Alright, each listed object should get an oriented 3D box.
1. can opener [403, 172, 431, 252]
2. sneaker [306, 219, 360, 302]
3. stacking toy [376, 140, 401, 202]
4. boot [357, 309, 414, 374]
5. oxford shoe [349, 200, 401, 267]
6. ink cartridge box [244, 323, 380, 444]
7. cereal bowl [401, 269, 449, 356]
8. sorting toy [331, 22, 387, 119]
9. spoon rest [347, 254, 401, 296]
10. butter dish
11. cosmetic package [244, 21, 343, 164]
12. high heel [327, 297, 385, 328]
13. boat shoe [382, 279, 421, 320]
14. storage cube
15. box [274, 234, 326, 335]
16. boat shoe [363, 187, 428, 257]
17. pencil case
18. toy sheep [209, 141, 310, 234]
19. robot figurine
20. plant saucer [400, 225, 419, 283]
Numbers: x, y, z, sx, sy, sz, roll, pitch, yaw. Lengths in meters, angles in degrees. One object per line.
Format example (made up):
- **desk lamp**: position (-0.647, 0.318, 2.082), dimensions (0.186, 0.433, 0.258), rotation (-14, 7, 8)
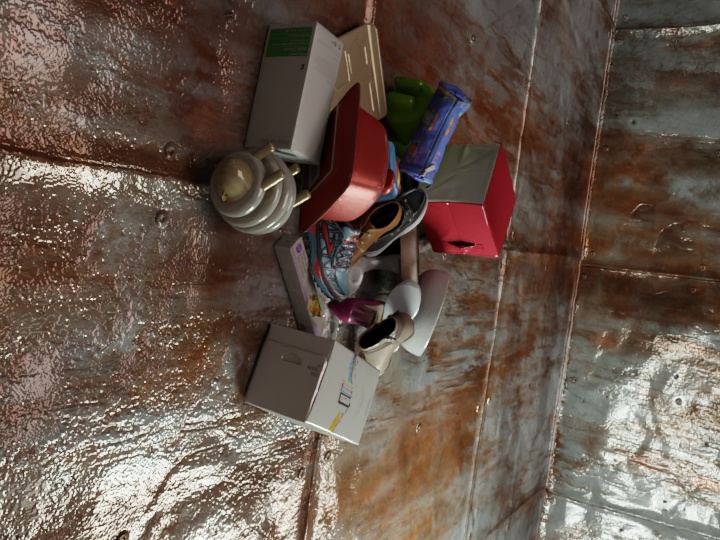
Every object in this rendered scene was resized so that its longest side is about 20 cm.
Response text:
- **can opener**: position (0.130, -0.136, 1.632), dimensions (0.051, 0.067, 0.204), rotation (-15, 118, -9)
- **sneaker**: position (-0.044, -0.046, 1.261), dimensions (0.079, 0.093, 0.205), rotation (-18, 96, -63)
- **stacking toy**: position (0.044, -0.184, 1.434), dimensions (0.199, 0.107, 0.120), rotation (9, 76, -71)
- **boot**: position (0.029, 0.155, 1.428), dimensions (0.200, 0.071, 0.146), rotation (-44, 158, 11)
- **oxford shoe**: position (-0.003, -0.069, 1.336), dimensions (0.199, 0.072, 0.071), rotation (-41, 177, -9)
- **ink cartridge box**: position (-0.082, 0.206, 1.262), dimensions (0.200, 0.144, 0.148), rotation (42, 63, -55)
- **cereal bowl**: position (0.135, 0.089, 1.625), dimensions (0.200, 0.081, 0.205), rotation (20, 89, -90)
- **sorting toy**: position (-0.025, -0.347, 1.324), dimensions (0.199, 0.036, 0.189), rotation (-40, 131, -42)
- **spoon rest**: position (0.000, 0.000, 1.448), dimensions (0.197, 0.060, 0.102), rotation (-12, 108, -44)
- **butter dish**: position (-0.008, -0.168, 1.179), dimensions (0.145, 0.199, 0.205), rotation (16, 62, -25)
- **cosmetic package**: position (-0.106, -0.282, 1.128), dimensions (0.084, 0.105, 0.206), rotation (18, 81, -57)
- **high heel**: position (-0.005, 0.086, 1.475), dimensions (0.200, 0.094, 0.069), rotation (-14, 123, -78)
- **boat shoe**: position (0.088, 0.087, 1.512), dimensions (0.068, 0.070, 0.203), rotation (-59, 168, -49)
- **storage cube**: position (0.237, -0.161, 1.579), dimensions (0.181, 0.167, 0.203), rotation (59, 45, -48)
- **box**: position (-0.107, 0.031, 1.275), dimensions (0.039, 0.041, 0.204), rotation (-49, 136, -42)
- **boat shoe**: position (0.070, -0.110, 1.429), dimensions (0.199, 0.070, 0.067), rotation (-39, 163, -22)
- **pencil case**: position (0.147, -0.269, 1.396), dimensions (0.077, 0.087, 0.203), rotation (19, 109, -23)
- **toy sheep**: position (-0.155, -0.119, 1.068), dimensions (0.200, 0.135, 0.141), rotation (37, 67, -62)
- **robot figurine**: position (0.121, -0.317, 1.492), dimensions (0.178, 0.114, 0.200), rotation (-63, 146, -17)
- **plant saucer**: position (0.110, -0.047, 1.547), dimensions (0.200, 0.036, 0.206), rotation (0, 90, -84)
